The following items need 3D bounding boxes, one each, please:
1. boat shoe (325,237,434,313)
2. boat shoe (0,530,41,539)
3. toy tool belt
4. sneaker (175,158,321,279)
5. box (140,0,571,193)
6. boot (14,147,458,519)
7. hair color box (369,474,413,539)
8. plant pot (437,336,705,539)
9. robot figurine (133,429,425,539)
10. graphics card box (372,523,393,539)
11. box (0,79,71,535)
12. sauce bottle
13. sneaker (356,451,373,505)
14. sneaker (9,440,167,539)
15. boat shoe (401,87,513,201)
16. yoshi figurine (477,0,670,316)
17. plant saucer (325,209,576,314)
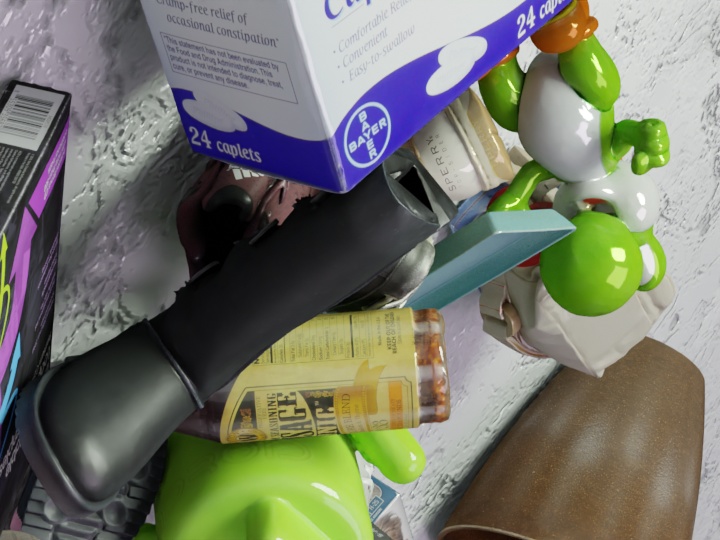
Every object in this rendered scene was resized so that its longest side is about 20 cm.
[{"bbox_3d":[0.000,0.000,1.210,0.071,0.064,0.200,-58,-177,-5],"label":"boat shoe"},{"bbox_3d":[-0.225,0.156,1.051,0.073,0.075,0.200,-33,142,26],"label":"boat shoe"},{"bbox_3d":[0.112,-0.019,1.439,0.125,0.123,0.200,-43,141,3],"label":"toy tool belt"},{"bbox_3d":[-0.035,-0.070,1.113,0.201,0.075,0.116,-68,172,19],"label":"sneaker"},{"bbox_3d":[-0.008,-0.172,0.996,0.184,0.105,0.201,-41,131,-30],"label":"box"},{"bbox_3d":[-0.053,0.023,1.018,0.199,0.066,0.165,-31,-168,14],"label":"boot"},{"bbox_3d":[-0.011,0.219,1.509,0.100,0.060,0.200,-48,151,-20],"label":"hair color box"},{"bbox_3d":[0.181,0.153,1.668,0.201,0.186,0.187,-64,157,-21],"label":"plant pot"},{"bbox_3d":[-0.056,0.124,1.212,0.175,0.200,0.116,-41,116,13],"label":"robot figurine"},{"bbox_3d":[-0.046,0.214,1.312,0.199,0.125,0.051,-13,119,-34],"label":"graphics card box"},{"bbox_3d":[-0.169,0.036,1.001,0.143,0.036,0.201,-76,178,-53],"label":"box"},{"bbox_3d":[-0.053,0.058,1.144,0.066,0.199,0.066,-6,90,-88],"label":"sauce bottle"},{"bbox_3d":[-0.015,0.123,1.365,0.200,0.092,0.076,-40,149,-32],"label":"sneaker"},{"bbox_3d":[-0.168,0.154,1.187,0.201,0.070,0.082,-66,-161,-12],"label":"sneaker"},{"bbox_3d":[0.027,-0.067,1.209,0.069,0.074,0.200,-26,-174,-5],"label":"boat shoe"},{"bbox_3d":[0.122,-0.055,1.273,0.112,0.112,0.201,-35,117,-14],"label":"yoshi figurine"},{"bbox_3d":[0.035,0.010,1.285,0.070,0.019,0.200,-5,161,-43],"label":"plant saucer"}]
